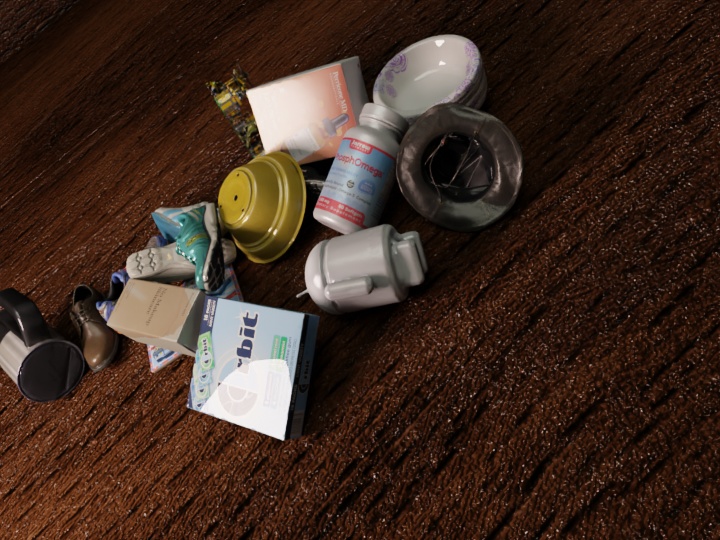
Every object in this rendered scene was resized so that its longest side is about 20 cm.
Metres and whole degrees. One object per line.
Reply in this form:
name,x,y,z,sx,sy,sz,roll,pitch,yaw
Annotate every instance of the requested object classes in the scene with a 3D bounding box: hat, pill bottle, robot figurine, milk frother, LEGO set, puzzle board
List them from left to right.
milk frother,-0.644,0.155,1.029,0.185,0.183,0.200,20,51,37
puzzle board,-0.305,0.071,1.033,0.198,0.017,0.152,-33,48,2
LEGO set,-0.208,-0.318,1.161,0.115,0.202,0.154,-34,27,-3
robot figurine,0.000,0.000,0.857,0.195,0.116,0.170,-13,13,18
pill bottle,0.006,-0.159,0.934,0.107,0.108,0.204,21,89,37
hat,0.158,-0.161,0.902,0.196,0.206,0.081,-9,9,21

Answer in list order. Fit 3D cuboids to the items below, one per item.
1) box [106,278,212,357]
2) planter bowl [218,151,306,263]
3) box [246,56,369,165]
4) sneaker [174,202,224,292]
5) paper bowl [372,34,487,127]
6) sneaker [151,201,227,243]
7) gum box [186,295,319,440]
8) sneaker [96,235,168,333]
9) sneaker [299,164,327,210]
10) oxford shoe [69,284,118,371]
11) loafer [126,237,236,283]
box,-0.324,0.079,0.964,0.196,0.078,0.097,4,64,35
planter bowl,-0.192,-0.120,1.010,0.197,0.083,0.206,-7,79,39
box,-0.086,-0.290,1.067,0.195,0.156,0.107,-8,21,23
sneaker,-0.272,-0.035,0.967,0.078,0.079,0.202,-10,42,-11
paper bowl,0.127,-0.310,1.019,0.196,0.105,0.205,-14,52,18
sneaker,-0.334,-0.094,1.137,0.196,0.078,0.081,13,47,33
gum box,-0.162,0.137,0.848,0.196,0.044,0.175,6,86,31
sneaker,-0.426,0.015,1.089,0.074,0.078,0.204,-5,54,37
sneaker,-0.092,-0.163,1.053,0.196,0.076,0.089,6,54,31
oxford shoe,-0.508,0.104,1.073,0.072,0.085,0.201,-35,50,-3
loafer,-0.322,-0.018,1.048,0.194,0.070,0.072,-8,74,-4
